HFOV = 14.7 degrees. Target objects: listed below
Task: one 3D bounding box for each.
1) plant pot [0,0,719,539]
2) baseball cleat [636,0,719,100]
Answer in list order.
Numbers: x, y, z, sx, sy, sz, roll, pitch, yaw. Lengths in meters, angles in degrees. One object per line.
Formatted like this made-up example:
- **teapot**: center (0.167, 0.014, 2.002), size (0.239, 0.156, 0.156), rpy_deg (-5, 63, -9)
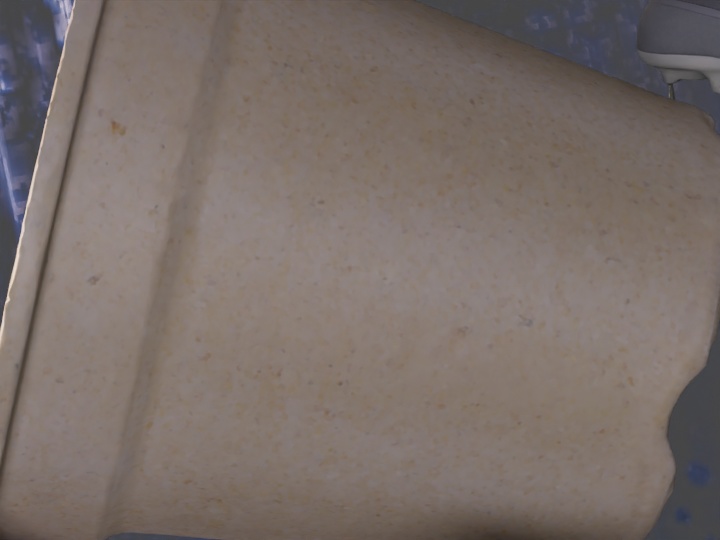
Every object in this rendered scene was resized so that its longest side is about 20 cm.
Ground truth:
- **plant pot**: center (0.000, 0.000, 0.781), size (0.182, 0.200, 0.202), rpy_deg (12, 99, -4)
- **baseball cleat**: center (0.174, -0.103, 0.786), size (0.198, 0.070, 0.107), rpy_deg (-4, 103, 9)
